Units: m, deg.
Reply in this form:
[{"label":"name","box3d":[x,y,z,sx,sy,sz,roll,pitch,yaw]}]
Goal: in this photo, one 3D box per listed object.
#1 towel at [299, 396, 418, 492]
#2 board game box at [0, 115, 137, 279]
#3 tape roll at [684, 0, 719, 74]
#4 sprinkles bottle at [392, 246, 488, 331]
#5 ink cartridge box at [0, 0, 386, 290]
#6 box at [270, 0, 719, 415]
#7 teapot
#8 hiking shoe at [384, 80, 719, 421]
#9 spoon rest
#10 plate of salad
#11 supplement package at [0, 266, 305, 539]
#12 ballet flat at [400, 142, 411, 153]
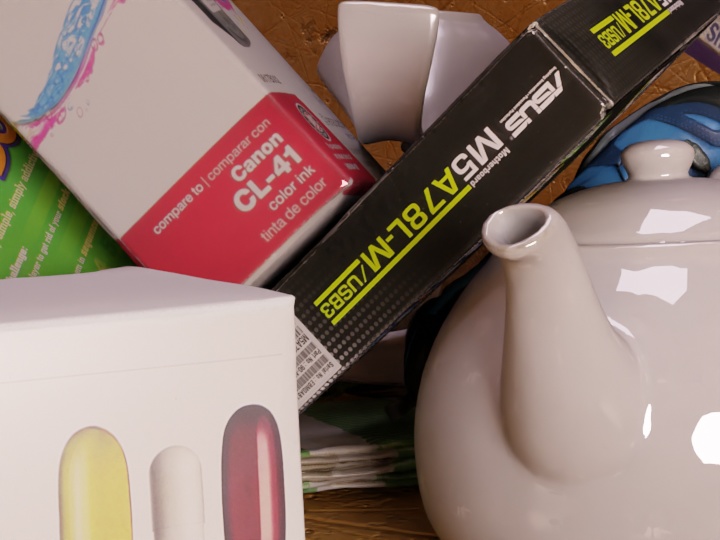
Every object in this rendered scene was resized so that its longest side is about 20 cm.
[{"label":"towel","box3d":[-0.037,0.082,0.783,0.200,0.023,0.153,-6,5,-19]},{"label":"board game box","box3d":[-0.115,0.006,0.672,0.030,0.200,0.096,-35,13,37]},{"label":"tape roll","box3d":[0.220,-0.131,0.787,0.200,0.085,0.200,27,-3,2]},{"label":"sprinkles bottle","box3d":[0.000,0.000,0.860,0.068,0.068,0.200,2,5,40]},{"label":"ink cartridge box","box3d":[-0.087,-0.080,0.695,0.086,0.200,0.148,-41,-2,8]},{"label":"box","box3d":[0.044,-0.034,0.692,0.200,0.048,0.193,-45,-5,28]},{"label":"teapot","box3d":[0.112,0.026,0.631,0.197,0.146,0.200,-3,4,-15]},{"label":"hiking shoe","box3d":[0.099,0.000,0.749,0.200,0.074,0.087,-44,2,16]},{"label":"spoon rest","box3d":[0.021,-0.087,0.770,0.099,0.061,0.200,6,7,8]},{"label":"plate of salad","box3d":[0.048,0.050,0.944,0.200,0.048,0.200,-2,9,0]},{"label":"supplement package","box3d":[-0.136,0.063,0.527,0.200,0.111,0.156,-5,5,-25]},{"label":"ballet flat","box3d":[0.058,-0.070,0.895,0.068,0.069,0.200,10,13,-2]}]
